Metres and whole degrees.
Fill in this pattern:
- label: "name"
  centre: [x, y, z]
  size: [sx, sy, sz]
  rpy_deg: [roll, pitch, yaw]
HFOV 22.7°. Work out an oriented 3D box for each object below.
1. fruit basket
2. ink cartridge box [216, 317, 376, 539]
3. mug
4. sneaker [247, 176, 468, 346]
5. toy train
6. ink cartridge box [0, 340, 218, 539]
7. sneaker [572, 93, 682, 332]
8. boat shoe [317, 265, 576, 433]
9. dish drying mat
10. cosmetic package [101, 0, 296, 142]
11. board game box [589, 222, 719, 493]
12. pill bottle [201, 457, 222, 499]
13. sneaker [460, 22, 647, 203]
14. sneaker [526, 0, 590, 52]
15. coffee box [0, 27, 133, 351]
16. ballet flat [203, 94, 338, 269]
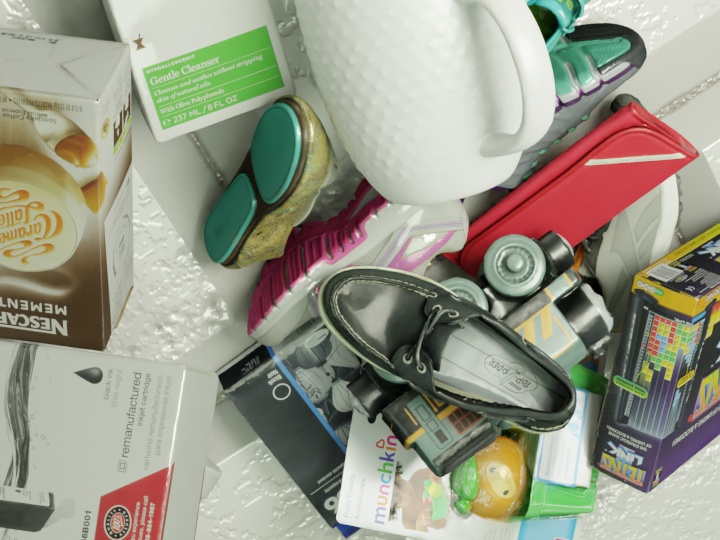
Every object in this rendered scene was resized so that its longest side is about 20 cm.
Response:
- label: "fruit basket"
  centre: [0.091, 0.119, 1.375]
  size: [0.199, 0.094, 0.186]
  rpy_deg: [15, 78, -20]
- label: "ink cartridge box"
  centre: [-0.018, 0.128, 1.402]
  size: [0.099, 0.039, 0.200]
  rpy_deg: [-36, 119, 0]
- label: "mug"
  centre: [0.054, -0.136, 1.152]
  size: [0.147, 0.200, 0.176]
  rpy_deg: [-23, 110, -28]
- label: "sneaker"
  centre: [0.000, 0.000, 1.305]
  size: [0.200, 0.082, 0.088]
  rpy_deg: [-37, 117, 25]
- label: "toy train"
  centre: [0.089, 0.060, 1.313]
  size: [0.200, 0.085, 0.114]
  rpy_deg: [-36, 83, -7]
- label: "ink cartridge box"
  centre: [-0.213, 0.126, 1.239]
  size: [0.199, 0.084, 0.145]
  rpy_deg: [6, 83, 14]
- label: "sneaker"
  centre: [0.200, -0.038, 1.378]
  size: [0.079, 0.074, 0.201]
  rpy_deg: [-7, 116, -9]
- label: "boat shoe"
  centre: [0.064, 0.055, 1.238]
  size: [0.199, 0.066, 0.075]
  rpy_deg: [33, 84, -5]
- label: "dish drying mat"
  centre: [0.153, -0.049, 1.334]
  size: [0.077, 0.018, 0.200]
  rpy_deg: [27, 130, -32]
- label: "cosmetic package"
  centre: [-0.125, -0.202, 1.194]
  size: [0.107, 0.085, 0.201]
  rpy_deg: [-21, 119, -6]
- label: "board game box"
  centre: [0.260, 0.058, 1.380]
  size: [0.200, 0.057, 0.166]
  rpy_deg: [-26, 131, -51]
- label: "pill bottle"
  centre: [-0.197, 0.206, 1.325]
  size: [0.116, 0.116, 0.200]
  rpy_deg: [36, 87, -27]
- label: "sneaker"
  centre: [0.125, -0.110, 1.330]
  size: [0.199, 0.075, 0.088]
  rpy_deg: [-25, 129, 7]
- label: "sneaker"
  centre: [0.140, -0.196, 1.276]
  size: [0.077, 0.080, 0.200]
  rpy_deg: [42, 83, -27]
- label: "coffee box"
  centre: [-0.215, -0.053, 1.194]
  size: [0.114, 0.080, 0.201]
  rpy_deg: [7, 126, 5]
- label: "ballet flat"
  centre: [-0.052, -0.063, 1.247]
  size: [0.070, 0.071, 0.200]
  rpy_deg: [7, 150, -20]
